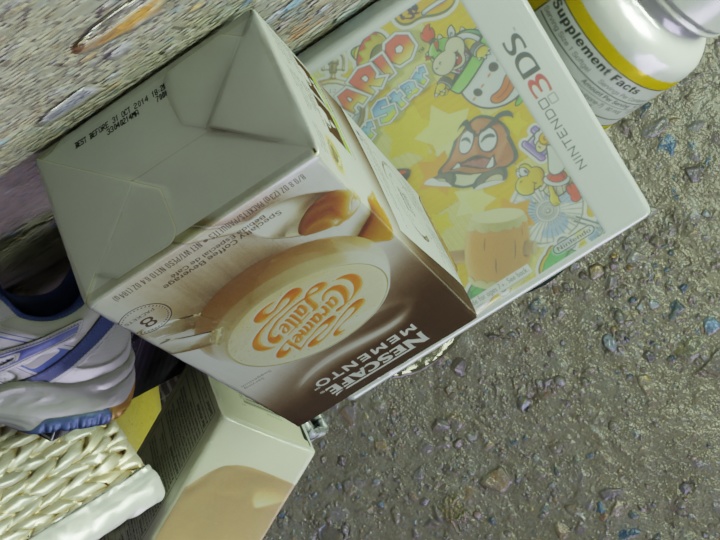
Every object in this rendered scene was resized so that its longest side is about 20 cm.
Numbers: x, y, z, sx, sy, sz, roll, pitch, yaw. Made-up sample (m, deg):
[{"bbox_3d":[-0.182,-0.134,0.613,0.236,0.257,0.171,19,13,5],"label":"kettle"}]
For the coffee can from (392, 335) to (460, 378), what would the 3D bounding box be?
[{"bbox_3d":[-0.015,0.003,1.114,0.146,0.147,0.200,-31,-168,-17],"label":"coffee can"}]

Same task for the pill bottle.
[{"bbox_3d":[0.119,-0.134,0.780,0.199,0.115,0.114,-33,178,38],"label":"pill bottle"}]

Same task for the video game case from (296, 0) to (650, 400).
[{"bbox_3d":[0.027,-0.046,0.736,0.199,0.182,0.023,-32,-152,10],"label":"video game case"}]

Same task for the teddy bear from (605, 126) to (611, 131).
[{"bbox_3d":[0.121,-0.090,1.017,0.199,0.066,0.146,-28,133,-42],"label":"teddy bear"}]

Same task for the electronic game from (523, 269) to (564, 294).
[{"bbox_3d":[0.039,-0.047,0.865,0.199,0.199,0.042,-31,145,-42],"label":"electronic game"}]

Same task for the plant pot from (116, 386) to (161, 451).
[{"bbox_3d":[-0.235,0.117,1.113,0.199,0.143,0.200,-32,179,0],"label":"plant pot"}]

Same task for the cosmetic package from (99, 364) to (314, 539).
[{"bbox_3d":[-0.116,0.163,0.923,0.201,0.071,0.105,-59,-155,15],"label":"cosmetic package"}]

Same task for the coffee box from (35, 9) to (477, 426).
[{"bbox_3d":[-0.037,-0.013,0.633,0.114,0.080,0.200,-32,151,11],"label":"coffee box"}]

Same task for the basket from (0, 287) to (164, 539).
[{"bbox_3d":[-0.269,0.142,0.869,0.199,0.162,0.198,-32,179,-41],"label":"basket"}]

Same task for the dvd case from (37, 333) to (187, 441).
[{"bbox_3d":[-0.122,0.010,0.851,0.150,0.016,0.200,-70,167,14],"label":"dvd case"}]

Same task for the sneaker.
[{"bbox_3d":[-0.210,0.039,0.699,0.198,0.089,0.075,-9,-160,-31],"label":"sneaker"}]

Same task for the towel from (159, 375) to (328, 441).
[{"bbox_3d":[-0.143,0.095,1.243,0.165,0.201,0.085,-30,-179,41],"label":"towel"}]
